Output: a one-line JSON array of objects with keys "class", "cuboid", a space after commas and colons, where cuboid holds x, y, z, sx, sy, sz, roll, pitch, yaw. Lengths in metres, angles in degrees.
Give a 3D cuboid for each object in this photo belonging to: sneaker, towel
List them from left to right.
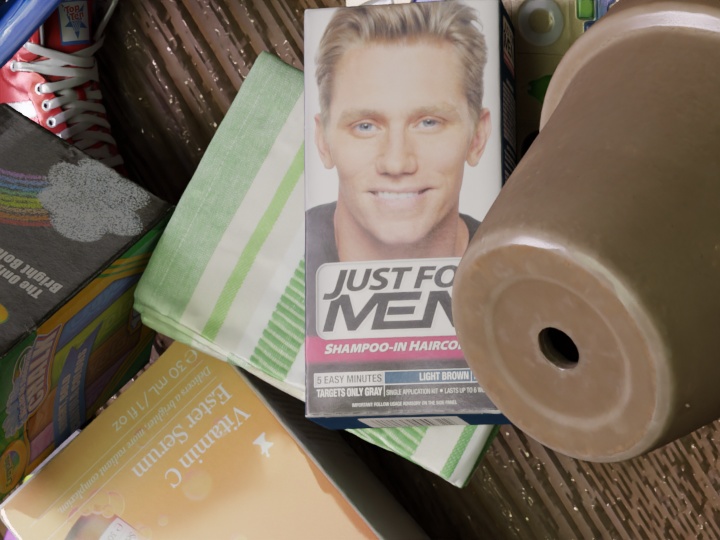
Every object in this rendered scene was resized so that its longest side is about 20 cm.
[{"class": "sneaker", "cuboid": [-0.159, -0.093, 1.268, 0.200, 0.071, 0.113, 52, 126, 16]}, {"class": "towel", "cuboid": [0.000, 0.000, 1.150, 0.199, 0.023, 0.153, 28, 87, 14]}]

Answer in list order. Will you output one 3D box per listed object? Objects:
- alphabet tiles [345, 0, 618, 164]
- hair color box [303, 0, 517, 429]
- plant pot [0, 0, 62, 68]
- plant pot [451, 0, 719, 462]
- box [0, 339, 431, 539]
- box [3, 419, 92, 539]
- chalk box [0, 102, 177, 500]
[{"class": "alphabet tiles", "cuboid": [0.078, -0.093, 1.151, 0.199, 0.006, 0.167, 5, 104, 32]}, {"class": "hair color box", "cuboid": [0.025, -0.026, 1.107, 0.099, 0.061, 0.201, -3, 80, 11]}, {"class": "plant pot", "cuboid": [-0.207, -0.252, 1.162, 0.200, 0.180, 0.200, 35, 110, -23]}, {"class": "plant pot", "cuboid": [0.131, -0.009, 0.999, 0.200, 0.174, 0.201, 26, 135, 30]}, {"class": "box", "cuboid": [-0.061, 0.152, 1.205, 0.152, 0.106, 0.200, -44, 74, 6]}, {"class": "box", "cuboid": [-0.152, 0.201, 1.321, 0.143, 0.036, 0.201, 23, 98, 27]}, {"class": "chalk box", "cuboid": [-0.205, 0.031, 1.166, 0.124, 0.200, 0.124, 31, 135, 16]}]
